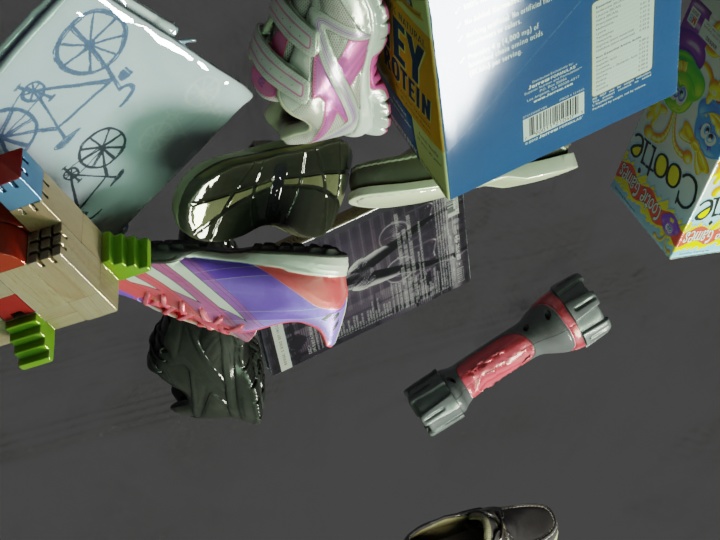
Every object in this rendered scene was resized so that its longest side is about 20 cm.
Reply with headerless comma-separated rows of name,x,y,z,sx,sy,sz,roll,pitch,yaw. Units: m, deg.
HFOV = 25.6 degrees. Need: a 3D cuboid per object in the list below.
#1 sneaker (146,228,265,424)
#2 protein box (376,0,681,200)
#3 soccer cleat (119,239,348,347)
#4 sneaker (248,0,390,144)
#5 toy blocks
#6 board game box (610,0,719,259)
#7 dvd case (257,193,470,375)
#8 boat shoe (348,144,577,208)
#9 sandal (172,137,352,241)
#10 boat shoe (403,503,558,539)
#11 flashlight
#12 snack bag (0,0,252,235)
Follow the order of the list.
sneaker,-0.128,0.048,1.243,0.089,0.076,0.202,-4,127,3
protein box,0.107,-0.195,1.099,0.197,0.135,0.201,-25,142,-11
soccer cleat,-0.108,0.016,1.141,0.197,0.068,0.074,2,95,-1
sneaker,-0.033,-0.154,1.085,0.087,0.082,0.201,-25,141,-14
toy blocks,-0.259,-0.008,1.054,0.198,0.101,0.137,-17,143,17
board game box,0.312,-0.123,1.357,0.102,0.105,0.202,-8,135,-29
dvd case,0.000,0.000,1.331,0.198,0.016,0.150,-26,143,-12
boat shoe,0.077,-0.091,1.254,0.199,0.061,0.072,-11,178,-23
sandal,-0.072,-0.068,1.166,0.200,0.057,0.081,-5,117,-54
boat shoe,0.129,0.289,1.698,0.197,0.072,0.065,-10,142,-20
flashlight,0.137,0.082,1.480,0.199,0.068,0.068,-33,144,-3
snack bag,-0.186,-0.100,1.080,0.188,0.021,0.199,-44,145,14
